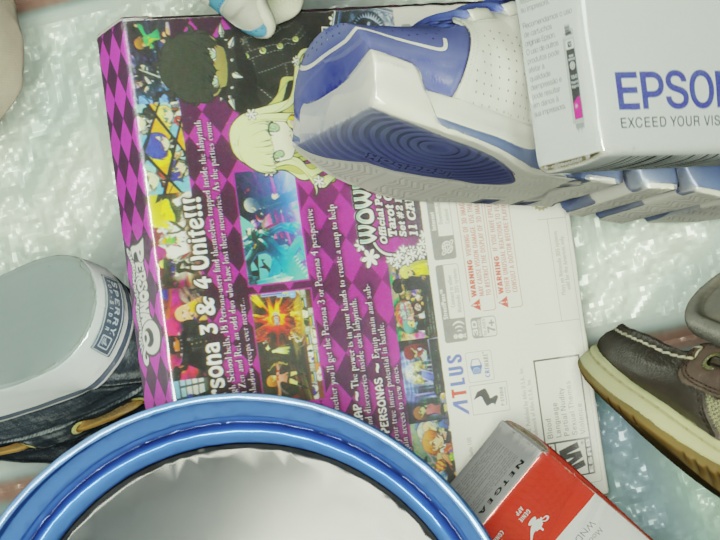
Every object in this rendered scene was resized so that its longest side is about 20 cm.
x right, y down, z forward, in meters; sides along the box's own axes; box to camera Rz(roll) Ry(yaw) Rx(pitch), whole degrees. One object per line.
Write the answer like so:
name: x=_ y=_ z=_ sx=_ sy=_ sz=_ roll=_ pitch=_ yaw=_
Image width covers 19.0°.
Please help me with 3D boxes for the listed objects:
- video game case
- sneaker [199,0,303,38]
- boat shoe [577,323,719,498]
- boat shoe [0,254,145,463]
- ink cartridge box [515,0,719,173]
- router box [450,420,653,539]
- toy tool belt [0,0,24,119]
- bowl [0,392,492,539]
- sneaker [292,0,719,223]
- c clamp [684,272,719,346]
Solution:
video game case: x=0.000 y=0.000 z=0.819 sx=0.180 sy=0.036 sz=0.201 roll=-7 pitch=87 yaw=-27
sneaker: x=0.010 y=-0.157 z=0.737 sx=0.200 sy=0.077 sz=0.081 roll=-32 pitch=102 yaw=34
boat shoe: x=0.151 y=0.057 z=0.761 sx=0.073 sy=0.200 sz=0.065 roll=37 pitch=89 yaw=-35
boat shoe: x=-0.153 y=0.052 z=0.863 sx=0.199 sy=0.091 sz=0.071 roll=-11 pitch=59 yaw=32
ink cartridge box: x=0.136 y=-0.139 z=0.791 sx=0.196 sy=0.043 sz=0.201 roll=-5 pitch=87 yaw=-37
router box: x=0.060 y=0.188 z=0.800 sx=0.179 sy=0.049 sz=0.200 roll=40 pitch=88 yaw=-18
toy tool belt: x=-0.236 y=-0.070 z=0.841 sx=0.200 sy=0.123 sz=0.125 roll=-46 pitch=52 yaw=8
bowl: x=-0.040 y=0.143 z=0.733 sx=0.199 sy=0.039 sz=0.202 roll=-1 pitch=84 yaw=5
sneaker: x=0.064 y=-0.085 z=0.805 sx=0.199 sy=0.080 sz=0.116 roll=8 pitch=76 yaw=-34
c clamp: x=0.199 y=-0.011 z=0.749 sx=0.170 sy=0.200 sz=0.027 roll=-22 pitch=103 yaw=-3
